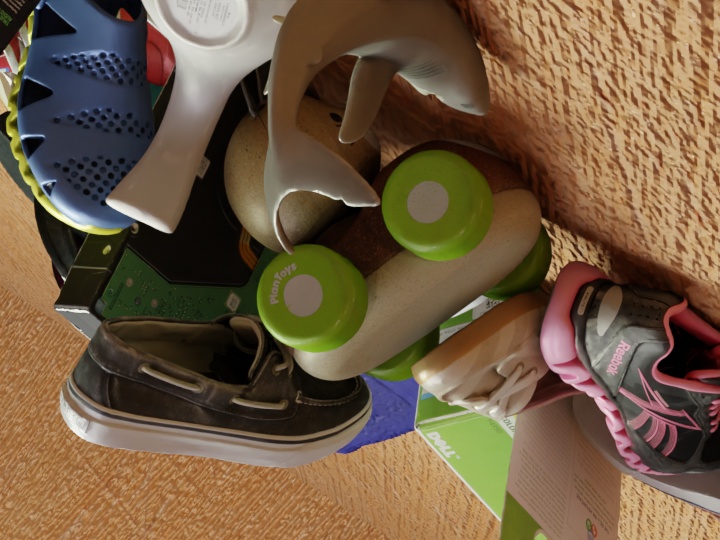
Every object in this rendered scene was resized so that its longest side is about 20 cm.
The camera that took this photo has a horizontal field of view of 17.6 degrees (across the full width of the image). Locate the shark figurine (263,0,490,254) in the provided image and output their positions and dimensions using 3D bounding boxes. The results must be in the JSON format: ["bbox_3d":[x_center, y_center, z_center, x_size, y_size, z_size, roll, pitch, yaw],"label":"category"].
[{"bbox_3d":[0.010,-0.103,1.011,0.089,0.214,0.129,-19,101,30],"label":"shark figurine"}]

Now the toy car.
[{"bbox_3d":[-0.011,-0.056,1.273,0.200,0.158,0.164,57,-170,18],"label":"toy car"}]

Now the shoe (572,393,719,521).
[{"bbox_3d":[0.223,0.129,1.444,0.200,0.072,0.091,26,161,21],"label":"shoe"}]

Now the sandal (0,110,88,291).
[{"bbox_3d":[-0.178,-0.020,1.412,0.200,0.048,0.075,43,158,35],"label":"sandal"}]

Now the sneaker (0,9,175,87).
[{"bbox_3d":[-0.182,-0.135,1.406,0.200,0.113,0.071,35,170,-5],"label":"sneaker"}]

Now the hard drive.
[{"bbox_3d":[-0.083,-0.026,1.345,0.038,0.201,0.140,2,150,43],"label":"hard drive"}]

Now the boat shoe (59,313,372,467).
[{"bbox_3d":[-0.066,0.061,1.274,0.199,0.071,0.072,1,-141,-40],"label":"boat shoe"}]

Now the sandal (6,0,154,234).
[{"bbox_3d":[-0.146,-0.119,1.261,0.079,0.201,0.087,0,163,-30],"label":"sandal"}]

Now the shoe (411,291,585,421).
[{"bbox_3d":[0.098,0.050,1.322,0.053,0.070,0.200,56,-151,15],"label":"shoe"}]

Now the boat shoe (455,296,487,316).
[{"bbox_3d":[-0.001,0.003,1.432,0.202,0.075,0.086,-24,110,43],"label":"boat shoe"}]

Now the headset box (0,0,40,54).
[{"bbox_3d":[-0.247,-0.166,1.232,0.093,0.200,0.174,42,166,-35],"label":"headset box"}]

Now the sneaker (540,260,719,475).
[{"bbox_3d":[0.183,0.063,1.318,0.095,0.079,0.200,1,155,36],"label":"sneaker"}]

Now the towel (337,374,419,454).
[{"bbox_3d":[0.010,0.052,1.581,0.148,0.050,0.200,36,137,-29],"label":"towel"}]

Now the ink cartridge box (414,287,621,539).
[{"bbox_3d":[0.098,0.129,1.449,0.076,0.201,0.148,-15,136,28],"label":"ink cartridge box"}]

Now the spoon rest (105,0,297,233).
[{"bbox_3d":[-0.082,-0.113,1.175,0.099,0.061,0.200,25,130,3],"label":"spoon rest"}]

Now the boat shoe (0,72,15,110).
[{"bbox_3d":[-0.241,-0.168,1.607,0.076,0.072,0.200,45,168,30],"label":"boat shoe"}]

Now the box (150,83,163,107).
[{"bbox_3d":[-0.143,-0.086,1.488,0.200,0.049,0.082,55,163,-2],"label":"box"}]
